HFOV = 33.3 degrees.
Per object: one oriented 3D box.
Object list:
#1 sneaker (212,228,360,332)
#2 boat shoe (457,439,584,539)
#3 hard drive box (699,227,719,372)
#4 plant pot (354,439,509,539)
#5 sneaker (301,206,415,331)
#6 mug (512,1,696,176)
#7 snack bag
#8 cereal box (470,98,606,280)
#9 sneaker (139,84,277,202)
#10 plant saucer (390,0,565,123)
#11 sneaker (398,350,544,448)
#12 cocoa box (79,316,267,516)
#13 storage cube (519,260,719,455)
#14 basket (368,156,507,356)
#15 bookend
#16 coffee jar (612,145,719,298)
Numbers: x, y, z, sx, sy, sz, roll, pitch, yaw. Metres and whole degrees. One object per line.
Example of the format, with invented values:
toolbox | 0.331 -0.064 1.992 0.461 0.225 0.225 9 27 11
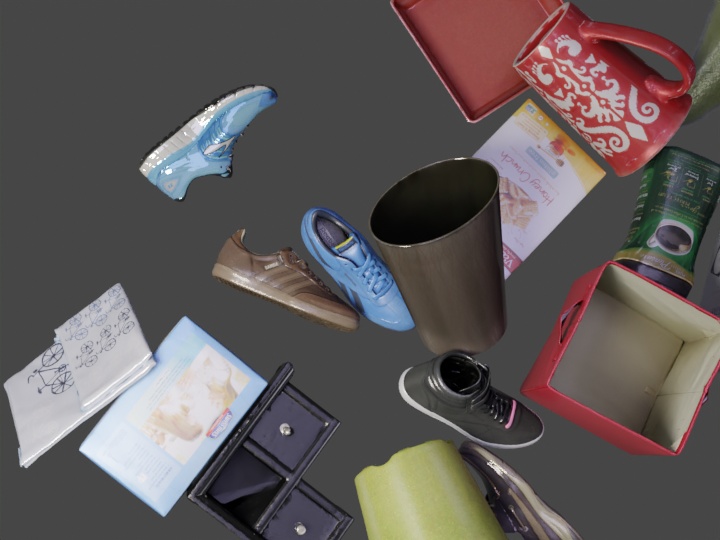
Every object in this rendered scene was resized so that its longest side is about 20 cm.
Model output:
sneaker | -0.084 0.011 1.512 0.199 0.070 0.076 23 80 -1
boat shoe | 0.188 0.295 1.487 0.200 0.075 0.073 43 87 9
hard drive box | 0.490 0.025 1.505 0.076 0.156 0.202 17 80 -1
plant pot | 0.083 0.309 1.433 0.199 0.201 0.185 -21 72 -6
sneaker | 0.000 0.000 1.516 0.066 0.078 0.200 -43 88 -10
mug | 0.314 -0.248 1.514 0.200 0.134 0.178 39 117 -8
snack bag | -0.342 0.119 1.434 0.200 0.189 0.021 -38 126 0
cereal box | 0.200 -0.103 1.562 0.144 0.040 0.200 43 81 3
sneaker | -0.184 -0.164 1.541 0.200 0.078 0.090 -38 105 -5
plant saucer | 0.170 -0.322 1.594 0.199 0.037 0.200 -33 85 -8
sneaker | 0.153 0.162 1.478 0.199 0.099 0.071 24 64 -13
cocoa box | -0.222 0.172 1.444 0.133 0.131 0.200 38 81 -3
storage cube | 0.318 0.111 1.469 0.199 0.180 0.172 28 81 1
basket | 0.107 -0.004 1.452 0.135 0.201 0.180 22 50 40
bookend | -0.075 0.252 1.461 0.200 0.092 0.199 39 80 -3
coffee jar | 0.392 -0.051 1.544 0.104 0.085 0.201 22 80 -4
